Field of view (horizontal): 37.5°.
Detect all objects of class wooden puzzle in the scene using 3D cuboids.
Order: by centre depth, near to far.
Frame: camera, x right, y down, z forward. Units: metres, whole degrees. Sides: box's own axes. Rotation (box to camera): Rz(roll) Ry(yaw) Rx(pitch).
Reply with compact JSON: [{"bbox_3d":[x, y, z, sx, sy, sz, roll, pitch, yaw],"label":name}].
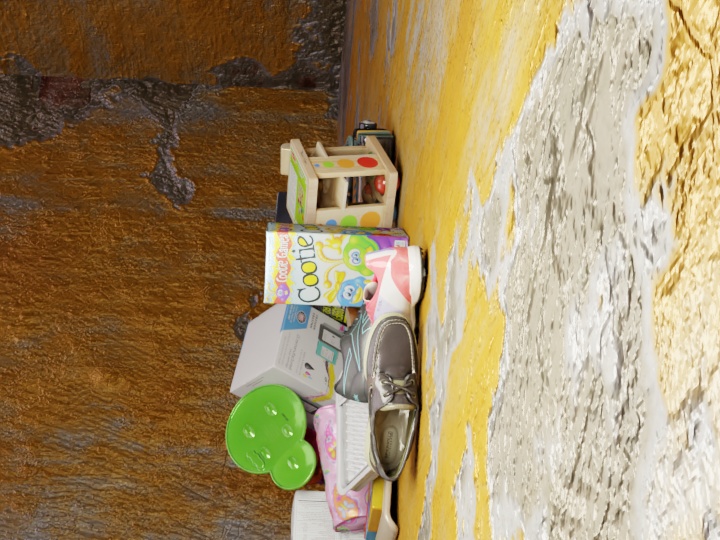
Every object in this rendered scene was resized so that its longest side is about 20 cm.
[{"bbox_3d":[0.028,0.314,1.557,0.186,0.037,0.202,98,173,-56],"label":"wooden puzzle"}]

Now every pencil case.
[{"bbox_3d":[-0.022,0.312,1.694,0.088,0.086,0.202,99,160,-61],"label":"pencil case"}]

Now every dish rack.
[{"bbox_3d":[0.015,0.204,1.500,0.172,0.043,0.202,129,149,-48],"label":"dish rack"}]

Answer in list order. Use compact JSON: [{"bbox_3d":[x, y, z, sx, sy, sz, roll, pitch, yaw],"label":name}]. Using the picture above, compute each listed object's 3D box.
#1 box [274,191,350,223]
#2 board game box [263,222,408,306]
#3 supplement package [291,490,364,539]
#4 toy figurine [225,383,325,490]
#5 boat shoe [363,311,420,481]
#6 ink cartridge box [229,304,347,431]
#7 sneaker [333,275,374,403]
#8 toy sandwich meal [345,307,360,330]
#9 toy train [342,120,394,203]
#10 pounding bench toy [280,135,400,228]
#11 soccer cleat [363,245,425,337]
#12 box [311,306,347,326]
[{"bbox_3d":[-0.070,-0.039,2.066,0.118,0.198,0.198,-92,6,-48],"label":"box"},{"bbox_3d":[-0.037,-0.008,1.517,0.103,0.198,0.106,-108,21,-80],"label":"board game box"},{"bbox_3d":[-0.046,0.492,1.751,0.192,0.145,0.202,99,174,-59],"label":"supplement package"},{"bbox_3d":[-0.106,0.308,1.789,0.200,0.150,0.184,44,179,35],"label":"toy figurine"},{"bbox_3d":[0.043,0.153,1.266,0.065,0.072,0.202,-146,54,-73],"label":"boat shoe"},{"bbox_3d":[-0.095,0.171,1.852,0.146,0.199,0.148,-32,36,45],"label":"ink cartridge box"},{"bbox_3d":[0.011,0.079,1.423,0.075,0.079,0.202,34,-118,-56],"label":"sneaker"},{"bbox_3d":[0.009,0.152,1.698,0.205,0.069,0.208,-178,90,-86],"label":"toy sandwich meal"},{"bbox_3d":[0.014,-0.149,1.787,0.114,0.084,0.202,-136,48,-72],"label":"toy train"},{"bbox_3d":[-0.033,-0.145,1.672,0.201,0.154,0.125,-117,26,-50],"label":"pounding bench toy"},{"bbox_3d":[0.036,0.048,1.318,0.201,0.072,0.069,95,175,-45],"label":"soccer cleat"},{"bbox_3d":[-0.043,0.063,1.863,0.200,0.158,0.045,103,-177,-67],"label":"box"}]
